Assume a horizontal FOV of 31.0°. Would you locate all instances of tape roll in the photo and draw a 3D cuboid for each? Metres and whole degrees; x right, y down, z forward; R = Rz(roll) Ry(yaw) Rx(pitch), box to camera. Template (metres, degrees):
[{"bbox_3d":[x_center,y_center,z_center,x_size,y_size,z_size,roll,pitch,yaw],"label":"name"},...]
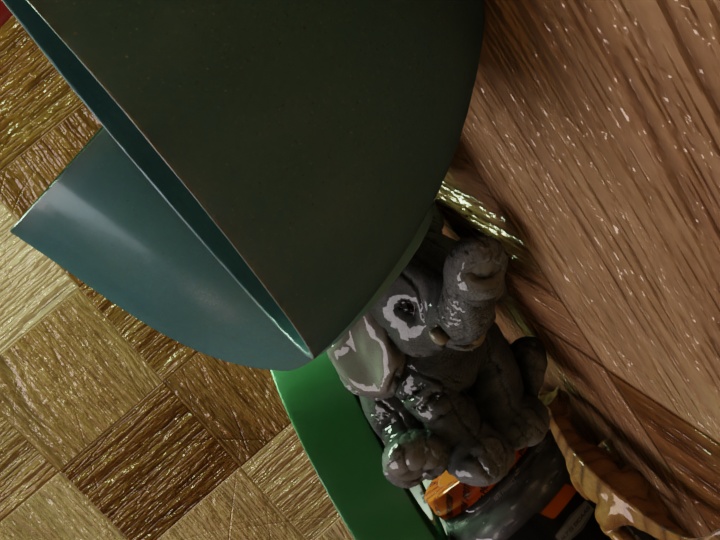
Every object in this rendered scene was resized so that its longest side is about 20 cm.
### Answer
[{"bbox_3d":[-0.001,0.129,0.936,0.201,0.048,0.200,61,-179,-2],"label":"tape roll"}]

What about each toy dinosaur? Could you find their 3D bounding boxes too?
[{"bbox_3d":[0.168,0.147,0.810,0.200,0.060,0.106,41,168,52],"label":"toy dinosaur"}]

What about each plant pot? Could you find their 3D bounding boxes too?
[{"bbox_3d":[-0.059,-0.043,0.694,0.161,0.201,0.201,42,175,-13],"label":"plant pot"},{"bbox_3d":[-0.033,-0.086,0.492,0.200,0.135,0.200,48,173,8],"label":"plant pot"}]

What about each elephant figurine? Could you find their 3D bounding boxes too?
[{"bbox_3d":[0.041,0.024,0.787,0.142,0.155,0.200,-73,-30,-45],"label":"elephant figurine"}]

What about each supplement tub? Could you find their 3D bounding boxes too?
[{"bbox_3d":[0.147,0.200,0.921,0.200,0.123,0.123,45,173,-1],"label":"supplement tub"}]

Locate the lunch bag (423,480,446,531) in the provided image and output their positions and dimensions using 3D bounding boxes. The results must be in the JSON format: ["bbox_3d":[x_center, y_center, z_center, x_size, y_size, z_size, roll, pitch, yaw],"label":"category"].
[{"bbox_3d":[0.137,0.229,1.117,0.168,0.139,0.200,50,173,-11],"label":"lunch bag"}]

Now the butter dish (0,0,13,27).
[{"bbox_3d":[-0.244,-0.262,0.858,0.200,0.200,0.148,48,-163,5],"label":"butter dish"}]
